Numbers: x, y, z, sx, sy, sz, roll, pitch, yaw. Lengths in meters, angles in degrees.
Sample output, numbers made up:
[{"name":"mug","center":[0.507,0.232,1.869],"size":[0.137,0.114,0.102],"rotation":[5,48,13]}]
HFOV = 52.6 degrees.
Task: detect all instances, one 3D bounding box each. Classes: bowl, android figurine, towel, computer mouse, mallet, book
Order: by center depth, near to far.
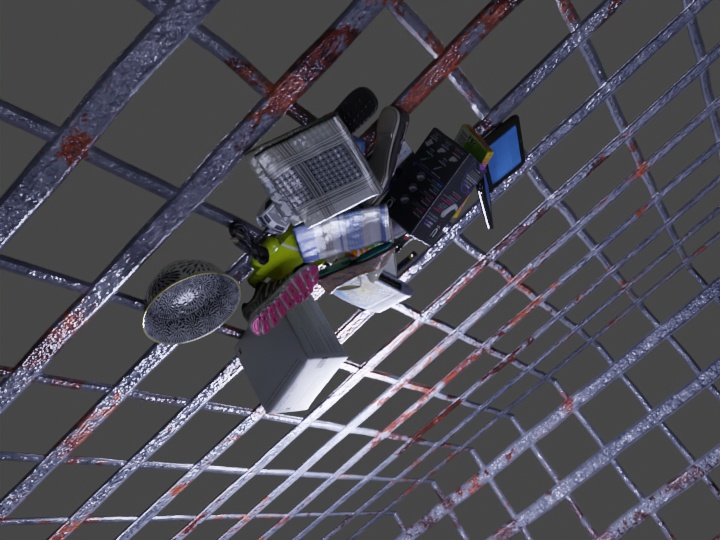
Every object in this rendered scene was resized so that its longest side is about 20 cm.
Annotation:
[{"name":"towel","center":[-0.084,-0.171,1.317],"size":[0.197,0.035,0.193],"rotation":[-21,132,17]},{"name":"bowl","center":[-0.340,0.042,1.415],"size":[0.198,0.095,0.202],"rotation":[-24,147,-16]},{"name":"computer mouse","center":[-0.163,-0.109,1.418],"size":[0.200,0.044,0.109],"rotation":[-44,122,13]},{"name":"towel","center":[-0.034,-0.074,1.470],"size":[0.196,0.024,0.147],"rotation":[-14,155,-3]},{"name":"android figurine","center":[-0.149,-0.032,1.549],"size":[0.200,0.041,0.181],"rotation":[-44,147,18]},{"name":"book","center":[0.010,-0.049,1.632],"size":[0.131,0.049,0.201],"rotation":[-2,147,7]},{"name":"mallet","center":[0.068,0.029,1.807],"size":[0.198,0.066,0.041],"rotation":[-34,152,-2]}]

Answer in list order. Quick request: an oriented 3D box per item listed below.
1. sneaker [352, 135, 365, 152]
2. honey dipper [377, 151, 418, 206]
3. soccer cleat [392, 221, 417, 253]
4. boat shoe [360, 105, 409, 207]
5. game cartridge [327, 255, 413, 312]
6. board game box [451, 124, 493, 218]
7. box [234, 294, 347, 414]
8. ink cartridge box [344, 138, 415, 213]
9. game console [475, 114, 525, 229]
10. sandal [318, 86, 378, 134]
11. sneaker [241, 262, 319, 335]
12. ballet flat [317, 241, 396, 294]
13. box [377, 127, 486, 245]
[{"name":"sneaker","center":[-0.044,-0.174,1.418],"size":[0.088,0.079,0.201],"rotation":[-1,136,-38]},{"name":"honey dipper","center":[0.081,-0.173,1.577],"size":[0.038,0.038,0.201],"rotation":[3,131,-44]},{"name":"soccer cleat","center":[0.088,-0.095,1.668],"size":[0.198,0.074,0.068],"rotation":[-28,137,25]},{"name":"boat shoe","center":[0.050,-0.218,1.417],"size":[0.056,0.066,0.203],"rotation":[-3,115,-50]},{"name":"game cartridge","center":[0.009,0.036,1.695],"size":[0.198,0.041,0.133],"rotation":[27,146,-30]},{"name":"board game box","center":[0.213,-0.209,1.594],"size":[0.030,0.096,0.202],"rotation":[-7,140,-38]},{"name":"box","center":[-0.164,0.187,1.674],"size":[0.129,0.201,0.200],"rotation":[3,134,-45]},{"name":"ink cartridge box","center":[0.026,-0.189,1.501],"size":[0.199,0.039,0.099],"rotation":[-41,149,6]},{"name":"game console","center":[0.325,-0.221,1.672],"size":[0.114,0.179,0.200],"rotation":[-9,152,15]},{"name":"sandal","center":[-0.047,-0.254,1.318],"size":[0.199,0.075,0.045],"rotation":[-36,-167,20]},{"name":"sneaker","center":[-0.175,0.044,1.537],"size":[0.200,0.087,0.074],"rotation":[-44,138,-19]},{"name":"ballet flat","center":[0.000,0.000,1.568],"size":[0.197,0.068,0.068],"rotation":[-21,-164,23]},{"name":"box","center":[0.149,-0.170,1.502],"size":[0.201,0.106,0.122],"rotation":[-53,153,9]}]
